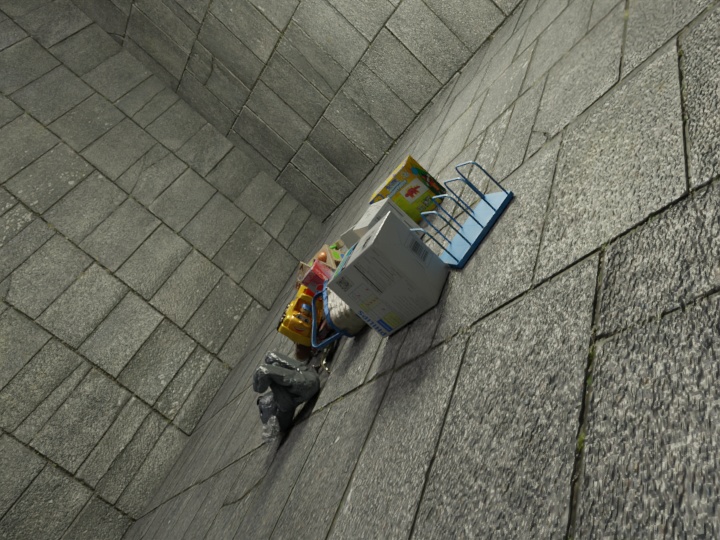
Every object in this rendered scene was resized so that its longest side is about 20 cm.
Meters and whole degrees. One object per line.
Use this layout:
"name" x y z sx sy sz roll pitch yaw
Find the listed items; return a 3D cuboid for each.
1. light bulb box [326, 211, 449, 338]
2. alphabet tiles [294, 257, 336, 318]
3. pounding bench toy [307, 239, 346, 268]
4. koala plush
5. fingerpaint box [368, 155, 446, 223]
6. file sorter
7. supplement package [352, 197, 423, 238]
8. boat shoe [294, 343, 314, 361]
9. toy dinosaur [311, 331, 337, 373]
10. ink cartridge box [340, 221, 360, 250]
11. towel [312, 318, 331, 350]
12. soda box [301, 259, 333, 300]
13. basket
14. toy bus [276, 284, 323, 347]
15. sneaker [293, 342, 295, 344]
"light bulb box" 0.061 0.015 1.276 0.199 0.197 0.126 -38 14 45
"alphabet tiles" -0.158 0.049 1.918 0.197 0.007 0.173 24 105 42
"pounding bench toy" -0.108 -0.027 1.993 0.124 0.153 0.204 -43 54 33
"koala plush" -0.219 0.363 1.551 0.177 0.179 0.206 -61 -10 -79
"fingerpaint box" 0.150 -0.239 1.797 0.200 0.166 0.074 -42 13 43
"file sorter" 0.220 -0.128 1.262 0.202 0.122 0.139 -52 11 -4
"supplement package" 0.083 -0.121 1.726 0.112 0.155 0.200 -51 11 -7
"boat shoe" -0.178 0.245 1.940 0.205 0.073 0.076 -65 -6 -45
"toy dinosaur" -0.109 0.250 1.661 0.088 0.047 0.202 -39 19 26
"ink cartridge box" 0.041 -0.153 2.007 0.198 0.085 0.145 -34 1 20
"towel" -0.092 0.163 1.856 0.201 0.030 0.148 -53 7 37
"soda box" -0.085 0.062 1.733 0.063 0.199 0.071 -44 11 31
"basket" -0.062 0.113 1.579 0.196 0.139 0.181 -24 50 26
"toy bus" -0.168 0.121 1.786 0.196 0.133 0.200 -63 5 13
"sneaker" -0.190 0.214 2.087 0.201 0.077 0.087 -53 -3 -41
